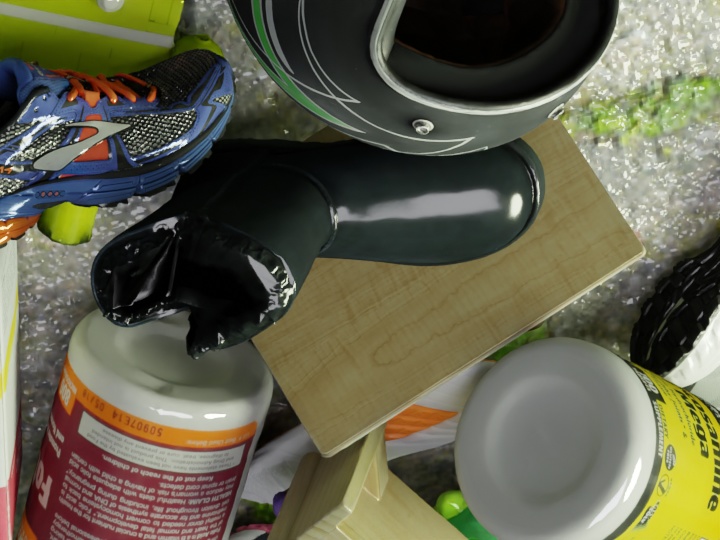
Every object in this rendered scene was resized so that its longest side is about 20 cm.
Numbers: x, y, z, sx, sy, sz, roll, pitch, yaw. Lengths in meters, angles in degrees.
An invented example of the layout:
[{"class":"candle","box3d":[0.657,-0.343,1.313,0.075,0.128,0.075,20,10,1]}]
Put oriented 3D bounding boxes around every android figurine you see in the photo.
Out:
[{"class":"android figurine","box3d":[-0.161,-0.110,1.437,0.181,0.041,0.201,12,118,-14]}]

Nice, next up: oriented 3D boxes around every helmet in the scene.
[{"class":"helmet","box3d":[0.026,-0.154,1.348,0.198,0.201,0.192,-11,125,-1]}]

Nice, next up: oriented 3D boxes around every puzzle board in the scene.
[{"class":"puzzle board","box3d":[0.027,-0.017,1.461,0.199,0.017,0.151,-32,74,0]}]

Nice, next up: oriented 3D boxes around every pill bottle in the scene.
[{"class":"pill bottle","box3d":[0.143,0.110,1.492,0.112,0.113,0.200,-42,149,15]},{"class":"pill bottle","box3d":[-0.126,0.130,1.528,0.113,0.114,0.201,12,116,-14]}]

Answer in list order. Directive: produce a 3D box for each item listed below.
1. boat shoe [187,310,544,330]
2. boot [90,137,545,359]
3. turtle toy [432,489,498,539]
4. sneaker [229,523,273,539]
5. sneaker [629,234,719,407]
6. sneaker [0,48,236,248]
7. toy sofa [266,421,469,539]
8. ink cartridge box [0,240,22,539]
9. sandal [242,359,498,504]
[{"class":"boat shoe","box3d":[0.000,0.000,1.509,0.198,0.072,0.068,0,85,1]},{"class":"boot","box3d":[-0.018,-0.014,1.369,0.198,0.168,0.077,1,111,13]},{"class":"turtle toy","box3d":[0.100,0.200,1.603,0.145,0.101,0.200,-32,118,10]},{"class":"sneaker","box3d":[-0.068,0.235,1.615,0.080,0.075,0.201,15,114,-15]},{"class":"sneaker","box3d":[0.236,-0.002,1.538,0.079,0.074,0.200,27,118,-30]},{"class":"sneaker","box3d":[-0.147,-0.071,1.365,0.199,0.075,0.079,-25,120,-28]},{"class":"toy sofa","box3d":[0.038,0.181,1.486,0.200,0.083,0.097,42,126,-14]},{"class":"ink cartridge box","box3d":[-0.252,0.041,1.459,0.144,0.084,0.201,3,126,-1]},{"class":"sandal","box3d":[-0.002,0.071,1.531,0.206,0.060,0.079,-26,148,38]}]
